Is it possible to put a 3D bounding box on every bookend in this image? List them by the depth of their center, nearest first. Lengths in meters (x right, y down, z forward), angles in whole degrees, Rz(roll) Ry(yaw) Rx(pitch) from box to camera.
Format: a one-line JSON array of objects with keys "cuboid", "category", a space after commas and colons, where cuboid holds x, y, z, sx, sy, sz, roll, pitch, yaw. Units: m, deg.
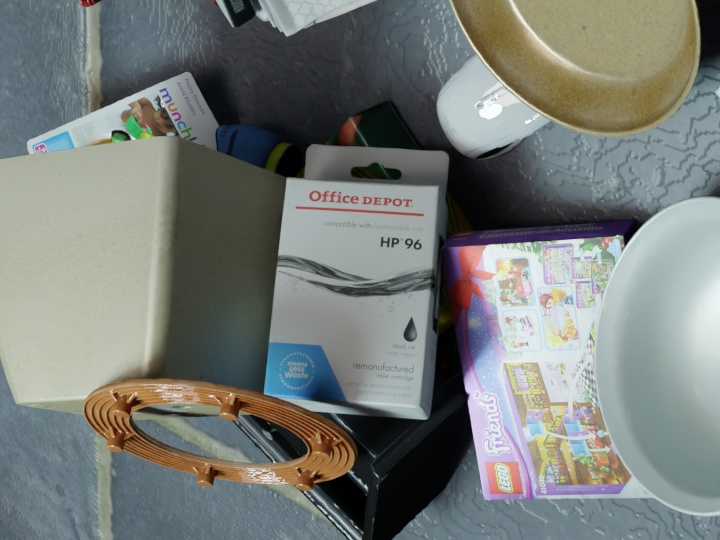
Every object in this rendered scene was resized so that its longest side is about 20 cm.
[{"cuboid": [-0.025, 0.100, 1.435, 0.199, 0.092, 0.200, 44, 160, 16], "category": "bookend"}]

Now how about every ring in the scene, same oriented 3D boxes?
[{"cuboid": [-0.101, 0.122, 1.308, 0.200, 0.200, 0.019, -17, 54, 47], "category": "ring"}]

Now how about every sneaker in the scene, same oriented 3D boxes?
[{"cuboid": [-0.107, -0.023, 1.514, 0.078, 0.066, 0.202, 18, 108, 16], "category": "sneaker"}]

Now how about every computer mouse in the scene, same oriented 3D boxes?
[{"cuboid": [0.114, -0.130, 1.287, 0.200, 0.044, 0.110, -33, 85, 47], "category": "computer mouse"}]

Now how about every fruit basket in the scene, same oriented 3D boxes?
[{"cuboid": [-0.181, -0.055, 1.576, 0.199, 0.094, 0.186, -15, 108, 38], "category": "fruit basket"}]

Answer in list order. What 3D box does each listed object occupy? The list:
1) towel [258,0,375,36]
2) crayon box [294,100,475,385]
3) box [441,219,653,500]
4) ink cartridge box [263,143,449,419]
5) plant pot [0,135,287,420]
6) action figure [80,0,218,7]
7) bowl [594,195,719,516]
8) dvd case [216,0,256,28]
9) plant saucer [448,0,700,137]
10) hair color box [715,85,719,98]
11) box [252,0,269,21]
[{"cuboid": [-0.014, -0.270, 1.242, 0.190, 0.032, 0.201, -21, 125, 16], "category": "towel"}, {"cuboid": [0.030, -0.012, 1.421, 0.201, 0.051, 0.127, 56, 137, 9], "category": "crayon box"}, {"cuboid": [0.142, 0.067, 1.323, 0.136, 0.039, 0.202, -3, 108, 23], "category": "box"}, {"cuboid": [0.000, 0.000, 1.320, 0.115, 0.068, 0.202, 3, 78, 8], "category": "ink cartridge box"}, {"cuboid": [-0.165, 0.017, 1.373, 0.199, 0.199, 0.179, -4, 78, 31], "category": "plant pot"}, {"cuboid": [-0.198, -0.250, 1.506, 0.199, 0.099, 0.066, 16, 119, 42], "category": "action figure"}, {"cuboid": [0.249, 0.055, 1.184, 0.201, 0.090, 0.203, -7, 82, 56], "category": "bowl"}, {"cuboid": [-0.138, -0.275, 1.267, 0.201, 0.025, 0.150, 58, 178, 9], "category": "dvd case"}, {"cuboid": [0.139, -0.180, 1.167, 0.199, 0.035, 0.201, 30, 142, 27], "category": "plant saucer"}, {"cuboid": [0.318, -0.070, 1.099, 0.200, 0.060, 0.100, 53, 137, 13], "category": "hair color box"}, {"cuboid": [-0.052, -0.303, 1.328, 0.112, 0.101, 0.201, 38, 131, 26], "category": "box"}]
